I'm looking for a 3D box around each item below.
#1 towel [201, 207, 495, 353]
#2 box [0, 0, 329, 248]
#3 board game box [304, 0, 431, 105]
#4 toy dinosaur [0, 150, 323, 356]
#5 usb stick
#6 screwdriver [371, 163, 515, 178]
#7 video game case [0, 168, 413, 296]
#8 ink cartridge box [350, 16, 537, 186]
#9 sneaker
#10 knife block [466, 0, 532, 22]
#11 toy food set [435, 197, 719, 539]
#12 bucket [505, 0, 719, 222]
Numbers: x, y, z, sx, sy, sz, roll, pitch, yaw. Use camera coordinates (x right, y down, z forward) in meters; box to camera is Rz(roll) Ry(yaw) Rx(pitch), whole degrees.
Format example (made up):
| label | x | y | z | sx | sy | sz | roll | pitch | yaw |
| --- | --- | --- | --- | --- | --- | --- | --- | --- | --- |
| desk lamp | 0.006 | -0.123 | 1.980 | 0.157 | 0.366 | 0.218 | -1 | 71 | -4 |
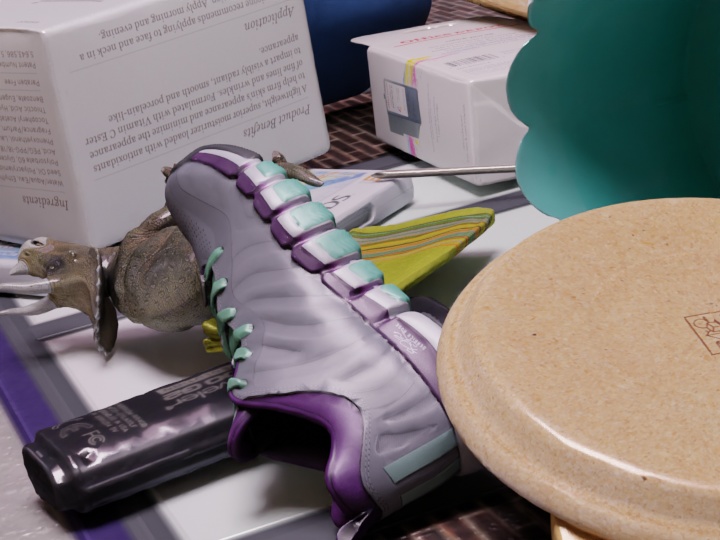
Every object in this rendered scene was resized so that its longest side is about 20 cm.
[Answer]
| label | x | y | z | sx | sy | sz | roll | pitch | yaw |
| --- | --- | --- | --- | --- | --- | --- | --- | --- | --- |
| towel | 0.000 | 0.000 | 0.816 | 0.086 | 0.018 | 0.200 | -13 | 8 | 22 |
| box | -0.160 | -0.109 | 1.025 | 0.200 | 0.131 | 0.199 | 8 | 25 | 43 |
| board game box | -0.047 | -0.167 | 1.186 | 0.200 | 0.039 | 0.158 | -19 | -24 | -19 |
| toy dinosaur | -0.079 | -0.003 | 0.809 | 0.200 | 0.077 | 0.102 | -3 | 45 | 45 |
| usb stick | -0.043 | 0.055 | 0.715 | 0.200 | 0.033 | 0.055 | -19 | 23 | -25 |
| screwdriver | 0.106 | -0.063 | 0.971 | 0.199 | 0.028 | 0.029 | 1 | 50 | 13 |
| video game case | -0.098 | -0.024 | 0.986 | 0.200 | 0.022 | 0.182 | 3 | 22 | 33 |
| ink cartridge box | 0.080 | -0.115 | 1.087 | 0.117 | 0.068 | 0.200 | -13 | 19 | -18 |
| sneaker | -0.036 | 0.023 | 0.664 | 0.087 | 0.075 | 0.200 | -33 | 50 | -21 |
| knife block | 0.168 | -0.182 | 1.142 | 0.175 | 0.064 | 0.200 | 17 | 7 | -33 |
| toy food set | 0.126 | 0.039 | 0.579 | 0.198 | 0.049 | 0.200 | -19 | 38 | -25 |
| bucket | 0.181 | -0.068 | 0.717 | 0.207 | 0.208 | 0.135 | 7 | 20 | 40 |
